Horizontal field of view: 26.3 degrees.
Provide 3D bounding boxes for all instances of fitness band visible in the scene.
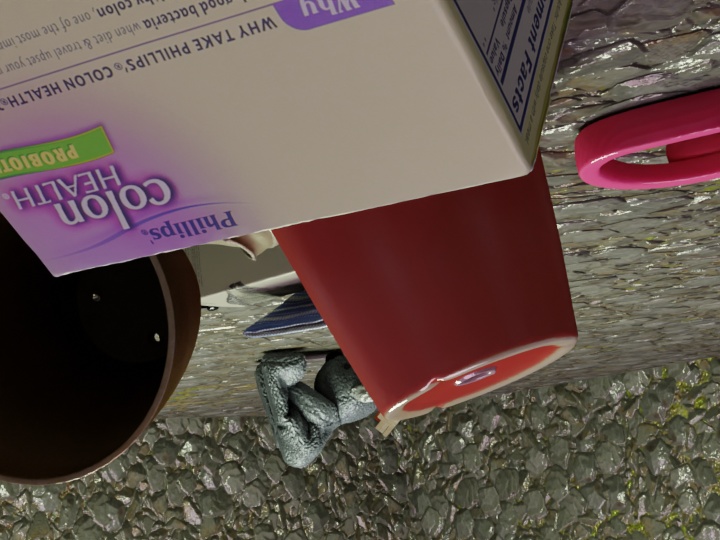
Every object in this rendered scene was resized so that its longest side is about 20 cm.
[{"bbox_3d":[0.261,-0.100,1.175,0.198,0.038,0.143,-13,168,33],"label":"fitness band"}]

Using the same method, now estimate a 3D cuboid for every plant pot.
[{"bbox_3d":[-0.180,0.029,1.010,0.184,0.189,0.200,-7,-178,11],"label":"plant pot"},{"bbox_3d":[0.049,-0.007,1.035,0.199,0.179,0.201,-20,168,-5],"label":"plant pot"}]

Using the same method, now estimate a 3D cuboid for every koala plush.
[{"bbox_3d":[-0.049,0.205,2.466,0.198,0.186,0.177,-16,173,-13],"label":"koala plush"}]

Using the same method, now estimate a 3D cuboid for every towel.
[{"bbox_3d":[0.000,0.000,1.398,0.144,0.024,0.200,-12,-161,43],"label":"towel"}]

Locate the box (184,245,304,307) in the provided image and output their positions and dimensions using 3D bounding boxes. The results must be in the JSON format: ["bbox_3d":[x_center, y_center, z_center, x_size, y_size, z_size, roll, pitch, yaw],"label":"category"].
[{"bbox_3d":[-0.070,-0.018,1.364,0.082,0.069,0.199,4,166,-44],"label":"box"}]

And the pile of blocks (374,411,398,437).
[{"bbox_3d":[0.072,0.310,3.490,0.062,0.082,0.200,37,158,3],"label":"pile of blocks"}]

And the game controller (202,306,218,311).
[{"bbox_3d":[-0.215,0.017,1.576,0.198,0.043,0.104,-1,169,-32],"label":"game controller"}]

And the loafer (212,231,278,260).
[{"bbox_3d":[-0.111,-0.051,1.088,0.068,0.076,0.200,-37,158,0],"label":"loafer"}]

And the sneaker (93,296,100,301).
[{"bbox_3d":[-0.263,0.006,1.251,0.198,0.117,0.075,-9,170,18],"label":"sneaker"}]

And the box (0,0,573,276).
[{"bbox_3d":[-0.060,-0.113,0.429,0.174,0.097,0.201,-11,130,30],"label":"box"}]
